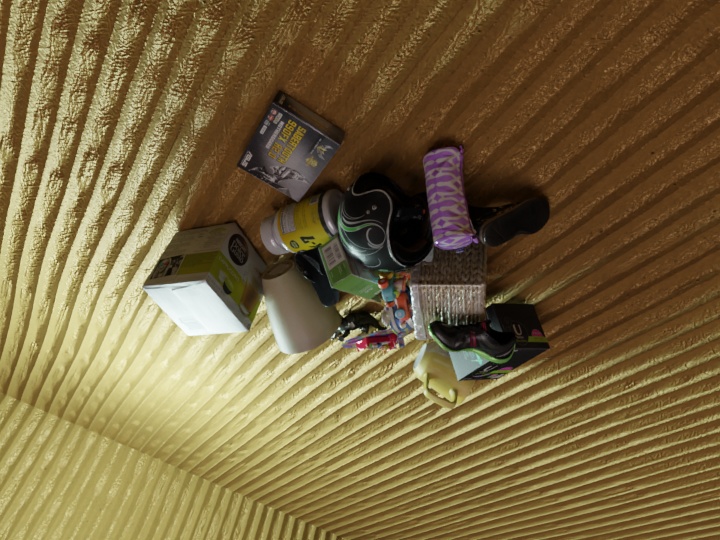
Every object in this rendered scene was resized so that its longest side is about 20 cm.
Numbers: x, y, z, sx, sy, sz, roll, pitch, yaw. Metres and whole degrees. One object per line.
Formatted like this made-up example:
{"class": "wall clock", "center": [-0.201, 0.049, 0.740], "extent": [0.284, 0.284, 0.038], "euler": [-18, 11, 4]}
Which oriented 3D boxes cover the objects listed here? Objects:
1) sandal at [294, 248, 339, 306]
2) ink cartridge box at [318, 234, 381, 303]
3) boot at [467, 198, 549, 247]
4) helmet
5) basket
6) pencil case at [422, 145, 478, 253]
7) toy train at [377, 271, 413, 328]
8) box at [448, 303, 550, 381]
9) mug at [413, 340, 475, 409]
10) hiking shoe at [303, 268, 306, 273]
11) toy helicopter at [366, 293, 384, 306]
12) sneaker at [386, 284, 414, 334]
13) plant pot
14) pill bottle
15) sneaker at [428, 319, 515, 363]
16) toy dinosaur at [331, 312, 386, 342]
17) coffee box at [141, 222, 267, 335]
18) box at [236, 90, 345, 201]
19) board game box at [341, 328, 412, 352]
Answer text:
{"class": "sandal", "center": [-0.115, -0.005, 1.406], "extent": [0.201, 0.043, 0.076], "euler": [58, 134, 20]}
{"class": "ink cartridge box", "center": [0.000, 0.000, 1.322], "extent": [0.059, 0.104, 0.200], "euler": [-34, 150, 24]}
{"class": "boot", "center": [0.278, -0.108, 1.223], "extent": [0.150, 0.199, 0.074], "euler": [18, 127, 53]}
{"class": "helmet", "center": [0.045, -0.100, 1.225], "extent": [0.190, 0.200, 0.200], "euler": [16, 150, 48]}
{"class": "basket", "center": [0.202, 0.027, 1.325], "extent": [0.160, 0.199, 0.201], "euler": [2, 137, 12]}
{"class": "pencil case", "center": [0.173, -0.139, 1.149], "extent": [0.085, 0.201, 0.084], "euler": [-14, 165, 26]}
{"class": "toy train", "center": [0.091, 0.059, 1.312], "extent": [0.055, 0.151, 0.200], "euler": [-9, 179, 15]}
{"class": "box", "center": [0.336, 0.180, 1.471], "extent": [0.148, 0.125, 0.200], "euler": [4, 147, -33]}
{"class": "mug", "center": [0.232, 0.273, 1.621], "extent": [0.153, 0.187, 0.150], "euler": [27, 95, 0]}
{"class": "hiking shoe", "center": [-0.050, -0.025, 1.451], "extent": [0.100, 0.076, 0.200], "euler": [31, 147, -30]}
{"class": "toy helicopter", "center": [0.095, 0.098, 1.549], "extent": [0.199, 0.079, 0.132], "euler": [25, 149, 5]}
{"class": "sneaker", "center": [0.099, 0.053, 1.443], "extent": [0.082, 0.074, 0.201], "euler": [-11, 103, 17]}
{"class": "plant pot", "center": [-0.172, 0.079, 1.534], "extent": [0.186, 0.188, 0.201], "euler": [-11, 118, 27]}
{"class": "pill bottle", "center": [-0.123, -0.104, 1.341], "extent": [0.199, 0.115, 0.114], "euler": [-15, 131, 31]}
{"class": "sneaker", "center": [0.238, 0.134, 1.254], "extent": [0.199, 0.077, 0.084], "euler": [13, 121, -13]}
{"class": "toy dinosaur", "center": [-0.013, 0.142, 1.611], "extent": [0.199, 0.102, 0.077], "euler": [-20, 105, 21]}
{"class": "coffee box", "center": [-0.378, 0.024, 1.498], "extent": [0.199, 0.198, 0.200], "euler": [-7, 135, 26]}
{"class": "box", "center": [-0.149, -0.252, 1.233], "extent": [0.158, 0.048, 0.200], "euler": [30, 137, -16]}
{"class": "board game box", "center": [0.049, 0.201, 1.608], "extent": [0.199, 0.039, 0.158], "euler": [-15, 162, 7]}
